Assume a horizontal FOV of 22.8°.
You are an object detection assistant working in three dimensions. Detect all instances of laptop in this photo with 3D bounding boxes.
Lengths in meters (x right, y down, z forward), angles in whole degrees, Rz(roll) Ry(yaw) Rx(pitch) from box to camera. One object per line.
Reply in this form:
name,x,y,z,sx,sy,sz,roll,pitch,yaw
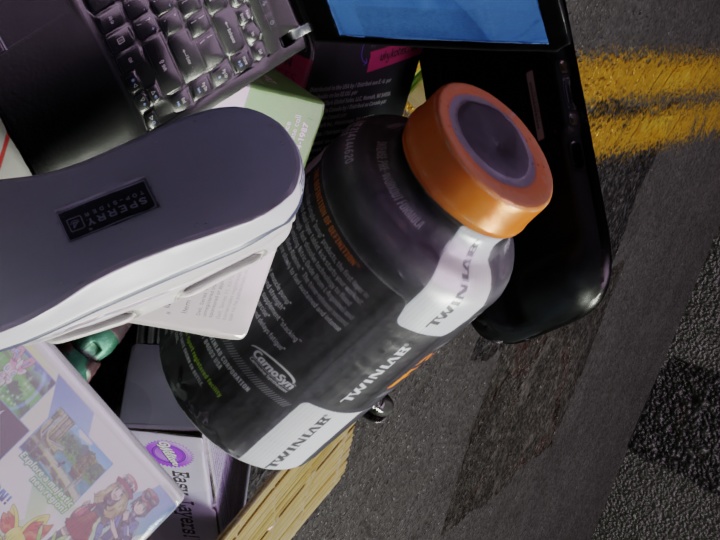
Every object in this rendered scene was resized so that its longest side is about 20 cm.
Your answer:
laptop,-0.046,-0.115,0.648,0.199,0.103,0.178,-34,134,-11

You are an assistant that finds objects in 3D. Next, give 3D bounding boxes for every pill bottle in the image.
pill bottle,0.000,0.000,0.836,0.200,0.106,0.106,-43,175,34

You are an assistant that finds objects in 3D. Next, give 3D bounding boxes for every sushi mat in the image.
sushi mat,-0.053,0.142,0.993,0.200,0.012,0.096,-49,156,-46

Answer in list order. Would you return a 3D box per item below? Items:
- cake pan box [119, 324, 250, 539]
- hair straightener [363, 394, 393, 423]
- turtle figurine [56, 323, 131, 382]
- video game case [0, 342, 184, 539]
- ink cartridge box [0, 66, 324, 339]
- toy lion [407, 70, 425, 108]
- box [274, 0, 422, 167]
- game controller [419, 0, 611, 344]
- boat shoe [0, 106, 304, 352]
cake pan box,-0.089,0.062,0.998,0.201,0.052,0.186,89,4,-54
hair straightener,-0.018,0.030,0.991,0.200,0.040,0.078,-140,-131,-72
turtle figurine,-0.176,0.079,0.837,0.150,0.100,0.201,70,42,-64
video game case,-0.189,0.095,0.722,0.182,0.022,0.201,-45,126,-13
ink cartridge box,-0.129,-0.048,0.756,0.198,0.067,0.118,12,107,-32
toy lion,0.030,-0.132,1.041,0.200,0.069,0.192,-48,-178,-43
box,-0.032,-0.159,0.864,0.106,0.122,0.202,-16,128,-56
game controller,0.073,-0.068,0.872,0.042,0.104,0.202,1,74,-40
boat shoe,-0.114,0.000,0.679,0.198,0.074,0.066,-15,153,-10
